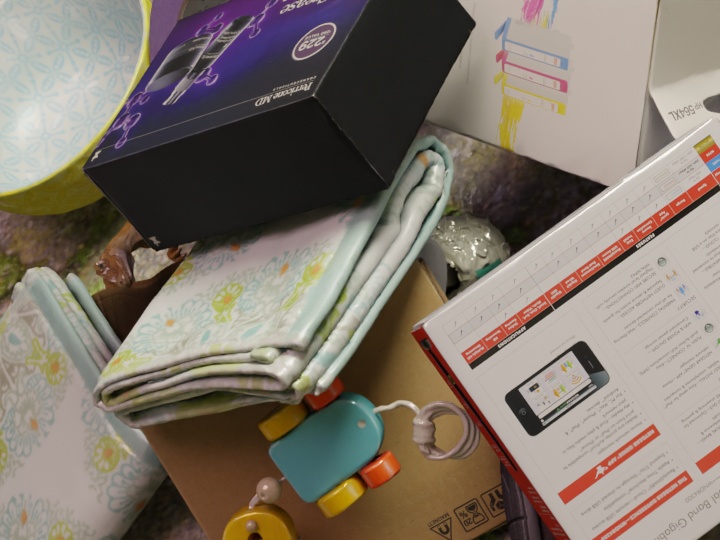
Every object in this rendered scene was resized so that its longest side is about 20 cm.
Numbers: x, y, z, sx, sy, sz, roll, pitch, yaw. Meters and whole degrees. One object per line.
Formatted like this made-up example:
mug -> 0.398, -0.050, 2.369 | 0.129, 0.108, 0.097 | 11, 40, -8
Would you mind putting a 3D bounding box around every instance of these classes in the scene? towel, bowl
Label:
towel -> -0.209, 0.117, 1.449 | 0.171, 0.048, 0.200 | -56, 47, 21
bowl -> -0.208, -0.114, 1.594 | 0.199, 0.108, 0.201 | -18, 52, 24
towel -> -0.051, 0.006, 1.257 | 0.171, 0.048, 0.200 | -12, 33, 42

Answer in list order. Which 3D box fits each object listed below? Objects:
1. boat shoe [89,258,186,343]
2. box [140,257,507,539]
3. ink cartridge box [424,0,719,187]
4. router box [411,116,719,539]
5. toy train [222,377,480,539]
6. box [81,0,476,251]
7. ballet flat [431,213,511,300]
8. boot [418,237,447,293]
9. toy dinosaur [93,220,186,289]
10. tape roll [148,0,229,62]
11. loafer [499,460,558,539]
boat shoe -> -0.104, 0.026, 1.439 | 0.199, 0.065, 0.074 | -6, 93, 42
box -> -0.008, 0.108, 1.284 | 0.200, 0.164, 0.021 | -30, 6, 12
ink cartridge box -> 0.147, -0.136, 1.297 | 0.200, 0.128, 0.126 | 22, 119, 36
router box -> 0.159, 0.047, 1.170 | 0.200, 0.049, 0.180 | -34, 89, -7
toy train -> -0.004, 0.156, 1.252 | 0.150, 0.056, 0.201 | 15, 101, 4
box -> -0.049, -0.101, 1.271 | 0.199, 0.079, 0.141 | -14, 40, 42
ballet flat -> 0.000, 0.000, 1.390 | 0.199, 0.072, 0.072 | -8, 57, 32
boot -> -0.020, 0.058, 1.345 | 0.095, 0.073, 0.201 | 31, 101, 48
toy dinosaur -> -0.124, -0.041, 1.438 | 0.106, 0.061, 0.200 | -23, 6, 19
tape roll -> -0.062, -0.133, 1.450 | 0.200, 0.065, 0.201 | 25, 121, 48
loafer -> 0.109, 0.103, 1.221 | 0.063, 0.072, 0.201 | -10, 86, -4
